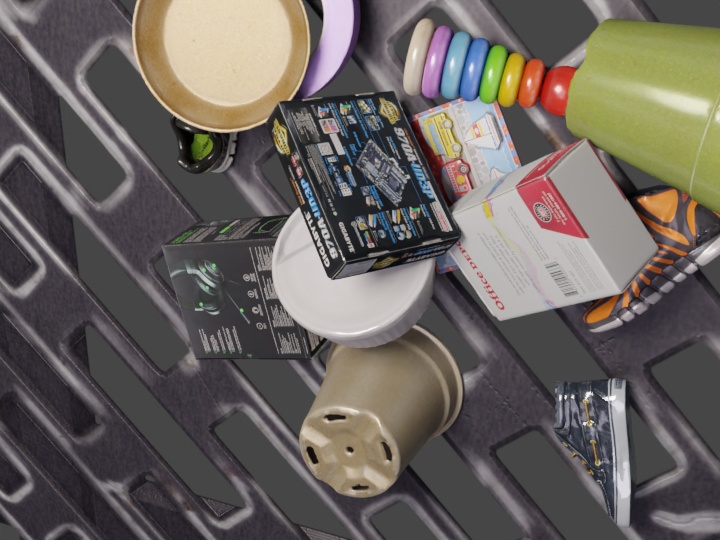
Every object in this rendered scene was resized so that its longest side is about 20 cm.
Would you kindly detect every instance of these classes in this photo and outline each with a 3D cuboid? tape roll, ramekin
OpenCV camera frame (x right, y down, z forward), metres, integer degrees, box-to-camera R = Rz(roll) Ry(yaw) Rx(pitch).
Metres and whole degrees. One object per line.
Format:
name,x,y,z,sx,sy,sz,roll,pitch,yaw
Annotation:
tape roll,-0.102,-0.292,1.021,0.199,0.066,0.201,2,106,6
ramekin,0.000,0.000,1.079,0.201,0.203,0.094,7,158,19

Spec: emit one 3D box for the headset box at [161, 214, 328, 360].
headset box,-0.153,0.025,1.200,0.199,0.093,0.175,-4,112,25

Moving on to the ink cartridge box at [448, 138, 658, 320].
ink cartridge box,0.195,-0.038,0.973,0.146,0.083,0.200,54,150,-9

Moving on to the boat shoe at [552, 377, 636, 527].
boat shoe,0.298,0.229,1.131,0.090,0.071,0.201,-2,106,24

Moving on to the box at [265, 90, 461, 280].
box,0.003,-0.100,0.984,0.046,0.158,0.201,-45,63,53

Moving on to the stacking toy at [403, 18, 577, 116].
stacking toy,0.152,-0.215,0.984,0.199,0.085,0.086,15,118,7

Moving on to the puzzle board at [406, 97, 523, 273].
puzzle board,0.124,-0.102,1.075,0.150,0.017,0.201,-16,107,28

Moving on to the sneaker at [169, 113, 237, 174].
sneaker,-0.191,-0.206,1.113,0.073,0.087,0.201,19,119,13

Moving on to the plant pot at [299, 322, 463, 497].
plant pot,0.015,0.188,1.156,0.199,0.184,0.201,9,117,18

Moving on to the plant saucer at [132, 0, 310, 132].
plant saucer,-0.150,-0.255,0.985,0.199,0.035,0.201,2,106,6

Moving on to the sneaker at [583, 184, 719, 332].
sneaker,0.311,-0.023,1.010,0.200,0.078,0.112,-43,89,21

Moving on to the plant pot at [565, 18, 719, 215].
plant pot,0.315,-0.167,0.886,0.189,0.200,0.201,24,121,26
